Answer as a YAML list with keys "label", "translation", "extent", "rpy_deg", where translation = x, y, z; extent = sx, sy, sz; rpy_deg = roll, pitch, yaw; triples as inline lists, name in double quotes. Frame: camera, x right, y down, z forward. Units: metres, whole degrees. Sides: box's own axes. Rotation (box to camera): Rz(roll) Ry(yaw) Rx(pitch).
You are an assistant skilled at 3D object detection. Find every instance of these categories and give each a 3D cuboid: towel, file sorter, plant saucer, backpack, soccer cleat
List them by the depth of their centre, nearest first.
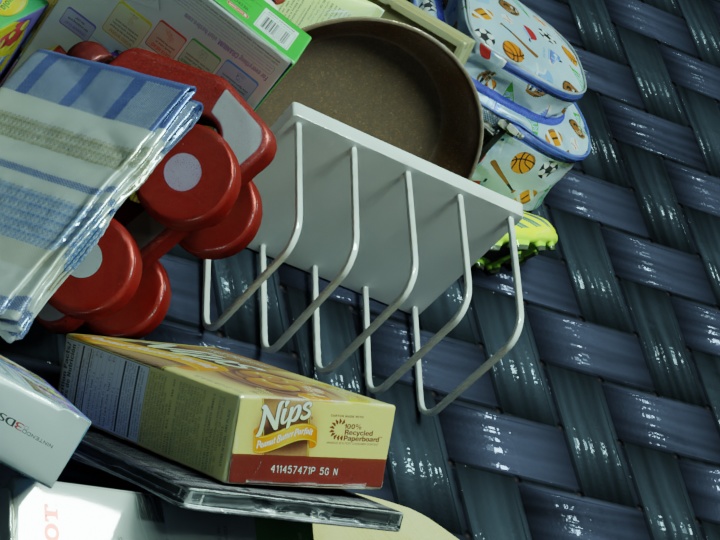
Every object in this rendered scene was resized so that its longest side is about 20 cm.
- label: "towel"
  translation: [-0.202, -0.051, 1.146]
  extent: [0.147, 0.024, 0.200]
  rpy_deg: [17, 58, 32]
- label: "file sorter"
  translation: [0.000, 0.000, 1.348]
  extent: [0.200, 0.139, 0.125]
  rpy_deg: [23, 44, -25]
- label: "plant saucer"
  translation: [-0.010, -0.103, 1.399]
  extent: [0.200, 0.200, 0.037]
  rpy_deg: [24, 25, -24]
- label: "soccer cleat"
  translation: [0.081, -0.045, 1.523]
  extent: [0.200, 0.065, 0.084]
  rpy_deg: [3, 65, -38]
- label: "backpack"
  translation: [0.106, -0.147, 1.593]
  extent: [0.190, 0.154, 0.200]
  rpy_deg: [36, 32, -27]

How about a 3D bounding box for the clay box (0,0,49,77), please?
- label: "clay box"
  translation: [-0.294, -0.118, 1.209]
  extent: [0.048, 0.115, 0.200]
  rpy_deg: [43, 37, 1]

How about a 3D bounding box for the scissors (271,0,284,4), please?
- label: "scissors"
  translation: [-0.136, -0.260, 1.390]
  extent: [0.200, 0.014, 0.073]
  rpy_deg: [35, -5, 14]

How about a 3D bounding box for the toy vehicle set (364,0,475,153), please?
- label: "toy vehicle set"
  translation: [-0.025, -0.171, 1.463]
  extent: [0.200, 0.124, 0.027]
  rpy_deg: [32, 19, 12]

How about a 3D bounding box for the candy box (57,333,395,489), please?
- label: "candy box"
  translation: [-0.086, 0.084, 1.148]
  extent: [0.115, 0.200, 0.055]
  rpy_deg: [8, 93, -38]

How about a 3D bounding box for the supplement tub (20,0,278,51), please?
- label: "supplement tub"
  translation: [-0.175, -0.194, 1.371]
  extent: [0.200, 0.145, 0.145]
  rpy_deg: [39, 36, -6]

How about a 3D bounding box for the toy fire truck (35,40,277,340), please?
- label: "toy fire truck"
  translation: [-0.164, -0.060, 1.218]
  extent: [0.168, 0.200, 0.112]
  rpy_deg: [48, -2, 13]

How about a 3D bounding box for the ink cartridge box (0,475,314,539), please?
- label: "ink cartridge box"
  translation: [-0.122, 0.205, 1.050]
  extent: [0.200, 0.084, 0.146]
  rpy_deg: [13, 58, -33]

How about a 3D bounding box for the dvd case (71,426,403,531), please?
- label: "dvd case"
  translation: [-0.091, 0.121, 1.128]
  extent: [0.149, 0.200, 0.016]
  rpy_deg: [11, 91, -36]

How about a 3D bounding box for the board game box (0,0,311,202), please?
- label: "board game box"
  translation: [-0.150, -0.130, 1.283]
  extent: [0.153, 0.200, 0.040]
  rpy_deg: [38, 36, -7]

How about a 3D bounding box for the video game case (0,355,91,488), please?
- label: "video game case"
  translation: [-0.250, 0.047, 1.042]
  extent: [0.181, 0.045, 0.200]
  rpy_deg: [30, -6, -16]

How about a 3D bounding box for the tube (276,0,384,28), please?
- label: "tube"
  translation: [-0.085, -0.221, 1.437]
  extent: [0.200, 0.058, 0.052]
  rpy_deg: [34, 62, 1]

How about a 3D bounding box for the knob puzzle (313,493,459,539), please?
- label: "knob puzzle"
  translation: [0.023, 0.231, 1.226]
  extent: [0.219, 0.030, 0.220]
  rpy_deg: [24, 41, -23]
